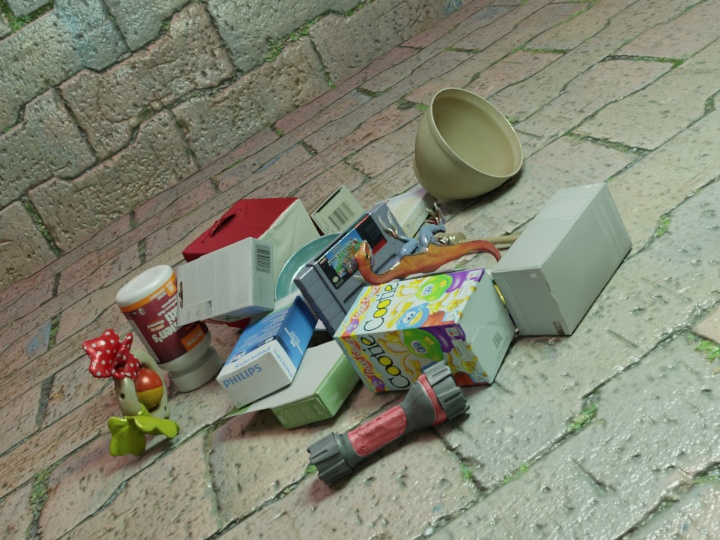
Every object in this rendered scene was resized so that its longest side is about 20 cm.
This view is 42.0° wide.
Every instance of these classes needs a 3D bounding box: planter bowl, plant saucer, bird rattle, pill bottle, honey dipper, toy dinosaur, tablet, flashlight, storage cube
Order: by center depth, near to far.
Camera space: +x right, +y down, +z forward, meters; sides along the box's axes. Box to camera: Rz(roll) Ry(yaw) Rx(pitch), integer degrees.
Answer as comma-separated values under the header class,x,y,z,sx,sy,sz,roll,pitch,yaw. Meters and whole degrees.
class,x,y,z,sx,sy,sz,roll,pitch,yaw
flashlight,0.031,0.184,1.117,0.198,0.068,0.068,-29,15,0
toy dinosaur,0.077,-0.028,1.343,0.197,0.107,0.181,5,28,28
tablet,0.120,0.012,1.369,0.128,0.014,0.200,-10,5,-20
honey dipper,0.199,-0.045,1.475,0.198,0.038,0.038,-2,33,47
bird rattle,-0.364,0.189,1.494,0.111,0.202,0.163,-25,-3,11
plant saucer,-0.046,0.023,1.555,0.197,0.028,0.202,-10,51,13
pill bottle,-0.324,0.101,1.609,0.108,0.202,0.110,-25,20,10
storage cube,-0.174,-0.010,1.677,0.178,0.202,0.171,3,40,48
planter bowl,0.177,-0.210,1.704,0.135,0.200,0.201,-48,2,44

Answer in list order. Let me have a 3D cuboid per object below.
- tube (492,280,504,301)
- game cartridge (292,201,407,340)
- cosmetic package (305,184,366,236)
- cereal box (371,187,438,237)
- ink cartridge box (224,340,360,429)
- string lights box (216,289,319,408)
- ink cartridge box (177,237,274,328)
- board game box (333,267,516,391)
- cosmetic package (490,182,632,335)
class,x,y,z,sx,sy,sz,roll,pitch,yaw
tube,0.153,0.041,1.307,0.197,0.051,0.078,-10,30,14
game cartridge,0.000,0.000,1.460,0.200,0.131,0.038,-43,22,-25
cosmetic package,-0.080,-0.078,1.791,0.103,0.087,0.199,-47,11,-29
cereal box,0.051,-0.081,1.752,0.143,0.040,0.200,-16,24,38
ink cartridge box,-0.086,0.166,1.353,0.198,0.048,0.146,-23,20,40
string lights box,-0.135,0.112,1.410,0.102,0.059,0.201,-27,18,22
ink cartridge box,-0.220,0.026,1.508,0.198,0.111,0.050,-17,-21,42
board game box,0.082,0.080,1.213,0.198,0.104,0.105,-10,34,40
cosmetic package,0.263,-0.016,1.211,0.090,0.108,0.200,-4,30,49
